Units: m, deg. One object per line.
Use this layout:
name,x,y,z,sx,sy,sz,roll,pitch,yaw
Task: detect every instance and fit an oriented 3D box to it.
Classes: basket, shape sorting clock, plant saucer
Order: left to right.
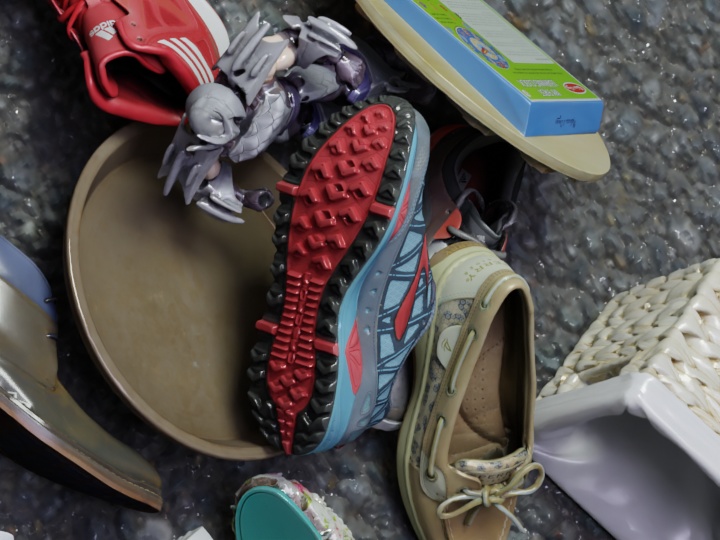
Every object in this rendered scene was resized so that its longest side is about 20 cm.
plant saucer,-0.088,0.012,1.584,0.199,0.029,0.201,21,58,-37
shape sorting clock,0.065,-0.119,1.650,0.199,0.200,0.039,31,107,-21
basket,0.215,0.105,1.702,0.200,0.135,0.124,44,60,-15

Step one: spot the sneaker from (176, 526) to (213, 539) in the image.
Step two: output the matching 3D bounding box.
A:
sneaker,-0.131,0.214,1.443,0.200,0.078,0.080,-35,93,-29

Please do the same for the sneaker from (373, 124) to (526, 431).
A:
sneaker,0.043,-0.005,1.655,0.077,0.082,0.201,28,68,-21

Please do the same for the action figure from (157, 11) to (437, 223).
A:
action figure,-0.039,-0.090,1.571,0.069,0.130,0.200,50,27,9

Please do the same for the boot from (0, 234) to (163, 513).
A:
boot,-0.173,0.047,1.532,0.200,0.075,0.097,34,69,-17

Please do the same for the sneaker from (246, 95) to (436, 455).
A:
sneaker,0.000,0.000,1.563,0.095,0.079,0.201,-1,112,-52

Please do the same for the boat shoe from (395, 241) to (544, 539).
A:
boat shoe,0.065,0.086,1.622,0.073,0.063,0.201,-18,119,-28

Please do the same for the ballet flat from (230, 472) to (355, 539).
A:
ballet flat,-0.010,0.196,1.608,0.201,0.075,0.064,64,29,-9

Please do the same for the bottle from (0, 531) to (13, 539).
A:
bottle,-0.210,0.234,1.480,0.083,0.065,0.201,12,75,-29

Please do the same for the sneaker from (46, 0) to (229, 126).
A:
sneaker,-0.146,-0.160,1.553,0.200,0.116,0.078,42,105,-15
